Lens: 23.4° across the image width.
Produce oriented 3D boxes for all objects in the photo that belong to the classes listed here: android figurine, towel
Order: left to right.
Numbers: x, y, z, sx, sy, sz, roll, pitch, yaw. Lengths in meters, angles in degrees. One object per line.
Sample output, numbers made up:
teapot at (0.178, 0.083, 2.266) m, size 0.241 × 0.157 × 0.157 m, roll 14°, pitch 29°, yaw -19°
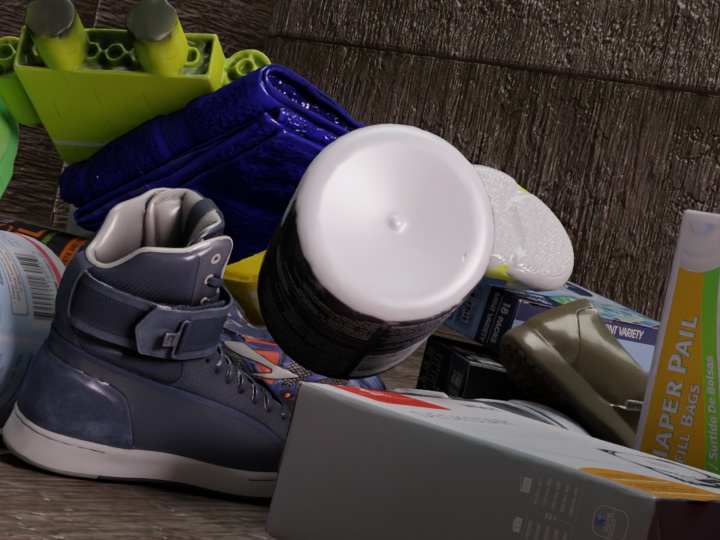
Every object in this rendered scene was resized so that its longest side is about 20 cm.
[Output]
android figurine at (-0.137, -0.105, 1.076) m, size 0.181 × 0.041 × 0.200 m, roll 3°, pitch -23°, yaw 10°
towel at (-0.074, -0.051, 1.072) m, size 0.199 × 0.050 × 0.147 m, roll -20°, pitch -34°, yaw 40°

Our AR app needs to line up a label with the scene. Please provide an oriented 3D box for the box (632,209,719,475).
box at (0.219, 0.080, 0.911) m, size 0.101 × 0.201 × 0.112 m, roll 12°, pitch 0°, yaw -43°

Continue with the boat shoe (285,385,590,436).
boat shoe at (0.039, 0.102, 1.024) m, size 0.199 × 0.072 × 0.068 m, roll 11°, pitch -1°, yaw 27°

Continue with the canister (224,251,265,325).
canister at (-0.087, 0.015, 1.290) m, size 0.148 × 0.087 × 0.200 m, roll 14°, pitch -25°, yaw 21°

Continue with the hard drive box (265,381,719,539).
hard drive box at (0.082, 0.116, 0.808) m, size 0.199 × 0.077 × 0.155 m, roll 14°, pitch 2°, yaw 39°

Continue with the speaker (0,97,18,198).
speaker at (-0.261, -0.060, 1.052) m, size 0.088 × 0.089 × 0.200 m, roll 12°, pitch 22°, yaw -5°

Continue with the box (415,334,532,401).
box at (0.125, 0.109, 1.167) m, size 0.163 × 0.087 × 0.200 m, roll 13°, pitch 2°, yaw -6°

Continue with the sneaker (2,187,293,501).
sneaker at (-0.071, 0.038, 0.905) m, size 0.201 × 0.147 × 0.077 m, roll 10°, pitch 17°, yaw -37°

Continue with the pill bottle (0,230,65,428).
pill bottle at (-0.241, 0.025, 0.869) m, size 0.108 × 0.110 × 0.200 m, roll 14°, pitch 1°, yaw 31°

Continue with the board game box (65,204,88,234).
board game box at (-0.172, 0.004, 1.388) m, size 0.064 × 0.149 × 0.200 m, roll 10°, pitch 1°, yaw 16°

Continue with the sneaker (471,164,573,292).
sneaker at (0.042, -0.027, 1.168) m, size 0.199 × 0.076 × 0.105 m, roll 28°, pitch -35°, yaw 3°

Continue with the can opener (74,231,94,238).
can opener at (-0.210, 0.014, 1.210) m, size 0.199 × 0.054 × 0.067 m, roll -11°, pitch -41°, yaw 18°

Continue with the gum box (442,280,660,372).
gum box at (0.103, 0.021, 1.268) m, size 0.169 × 0.045 × 0.200 m, roll 12°, pitch 9°, yaw -41°

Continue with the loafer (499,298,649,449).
loafer at (0.171, 0.093, 1.030) m, size 0.200 × 0.067 × 0.076 m, roll 46°, pitch -14°, yaw 2°

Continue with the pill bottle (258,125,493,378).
pill bottle at (0.000, 0.000, 0.973) m, size 0.106 × 0.107 × 0.200 m, roll 12°, pitch -17°, yaw -8°

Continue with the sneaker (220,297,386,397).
sneaker at (-0.074, 0.075, 1.203) m, size 0.199 × 0.079 × 0.075 m, roll 21°, pitch -30°, yaw 0°

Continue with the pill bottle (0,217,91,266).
pill bottle at (-0.229, 0.021, 1.120) m, size 0.199 × 0.107 × 0.106 m, roll 12°, pitch 2°, yaw 9°
